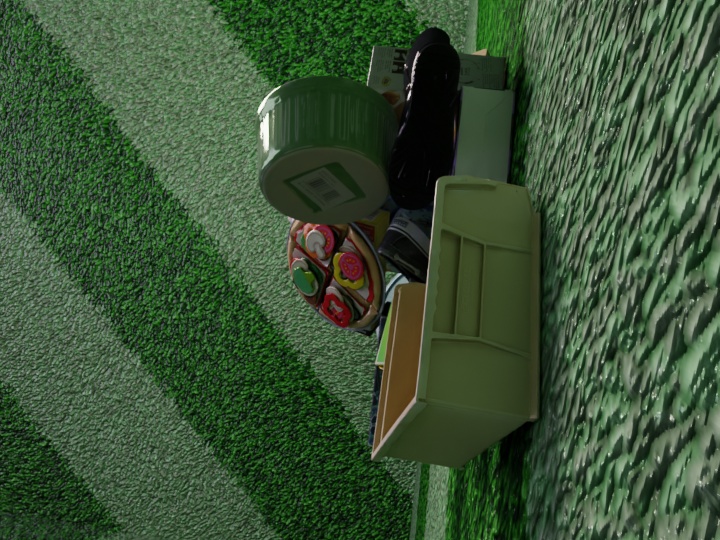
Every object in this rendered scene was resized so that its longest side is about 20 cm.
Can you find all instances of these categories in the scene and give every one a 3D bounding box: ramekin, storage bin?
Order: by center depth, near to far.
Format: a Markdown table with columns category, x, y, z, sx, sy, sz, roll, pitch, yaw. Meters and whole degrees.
| category | x | y | z | sx | sy | sz | roll | pitch | yaw |
| --- | --- | --- | --- | --- | --- | --- | --- | --- | --- |
| storage bin | 0.080 | 0.054 | 0.563 | 0.201 | 0.091 | 0.203 | 105 | 174 | -62 |
| ramekin | -0.045 | -0.146 | 0.838 | 0.201 | 0.194 | 0.100 | 86 | -177 | -62 |

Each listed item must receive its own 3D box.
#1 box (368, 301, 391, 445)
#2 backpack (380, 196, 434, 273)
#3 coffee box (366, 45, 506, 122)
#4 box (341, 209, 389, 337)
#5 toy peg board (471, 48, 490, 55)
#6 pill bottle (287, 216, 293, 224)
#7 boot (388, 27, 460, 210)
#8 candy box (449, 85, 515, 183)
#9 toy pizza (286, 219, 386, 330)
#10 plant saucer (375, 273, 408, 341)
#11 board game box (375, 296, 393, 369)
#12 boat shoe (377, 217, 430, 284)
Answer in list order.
| category | x | y | z | sx | sy | sz | roll | pitch | yaw |
| --- | --- | --- | --- | --- | --- | --- | --- | --- | --- |
| box | 0.095 | 0.166 | 0.988 | 0.107 | 0.144 | 0.206 | -55 | -29 | -78 |
| backpack | 0.098 | -0.083 | 1.043 | 0.183 | 0.195 | 0.151 | 130 | 137 | -52 |
| coffee box | 0.111 | -0.258 | 0.953 | 0.115 | 0.194 | 0.082 | 83 | -165 | -65 |
| box | 0.000 | 0.000 | 0.985 | 0.050 | 0.074 | 0.205 | -46 | -33 | -50 |
| toy peg board | 0.157 | -0.296 | 1.220 | 0.098 | 0.196 | 0.202 | 51 | -135 | -35 |
| pill bottle | -0.049 | -0.169 | 1.005 | 0.114 | 0.111 | 0.206 | -66 | -14 | -73 |
| boot | 0.083 | -0.198 | 0.814 | 0.169 | 0.074 | 0.205 | -79 | -2 | -66 |
| candy box | 0.149 | -0.114 | 0.844 | 0.200 | 0.069 | 0.173 | 77 | -160 | -76 |
| toy pizza | -0.045 | 0.004 | 0.961 | 0.032 | 0.197 | 0.205 | -33 | -43 | -43 |
| plant saucer | 0.100 | 0.071 | 1.097 | 0.027 | 0.196 | 0.206 | 30 | -120 | -45 |
| board game box | 0.082 | 0.070 | 0.757 | 0.198 | 0.029 | 0.098 | -15 | 55 | 58 |
| boat shoe | 0.095 | 0.015 | 0.887 | 0.199 | 0.073 | 0.069 | 46 | -110 | -37 |
